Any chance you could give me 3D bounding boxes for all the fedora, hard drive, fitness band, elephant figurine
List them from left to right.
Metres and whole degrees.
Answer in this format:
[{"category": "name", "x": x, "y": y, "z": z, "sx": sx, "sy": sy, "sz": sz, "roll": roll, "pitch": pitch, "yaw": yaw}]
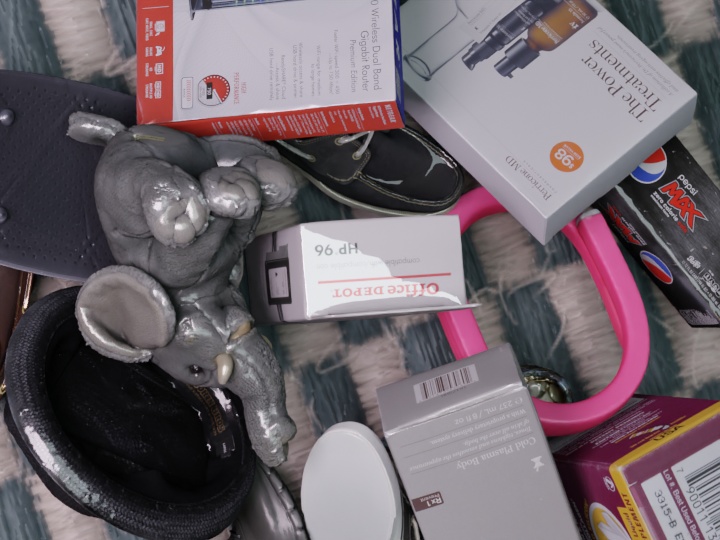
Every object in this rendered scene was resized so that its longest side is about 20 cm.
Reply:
[{"category": "hard drive", "x": -0.198, "y": -0.059, "z": 1.446, "sx": 0.200, "sy": 0.042, "sz": 0.135, "roll": 10, "pitch": 81, "yaw": -50}, {"category": "fedora", "x": -0.171, "y": 0.111, "z": 1.452, "sx": 0.200, "sy": 0.092, "sz": 0.201, "roll": 24, "pitch": 49, "yaw": -30}, {"category": "elephant figurine", "x": -0.118, "y": 0.014, "z": 1.414, "sx": 0.141, "sy": 0.155, "sz": 0.200, "roll": -1, "pitch": 117, "yaw": -20}, {"category": "fitness band", "x": 0.130, "y": 0.025, "z": 1.554, "sx": 0.144, "sy": 0.037, "sz": 0.200, "roll": -16, "pitch": 69, "yaw": -16}]

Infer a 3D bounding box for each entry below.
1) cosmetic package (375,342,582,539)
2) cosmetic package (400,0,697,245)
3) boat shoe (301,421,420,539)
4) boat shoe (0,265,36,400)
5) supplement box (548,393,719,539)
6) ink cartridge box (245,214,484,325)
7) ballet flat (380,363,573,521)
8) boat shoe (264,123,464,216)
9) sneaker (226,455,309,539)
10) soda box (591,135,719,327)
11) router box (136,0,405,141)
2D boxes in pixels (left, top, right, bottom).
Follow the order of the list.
[{"category": "cosmetic package", "x": 0.091, "y": 0.164, "z": 1.481, "sx": 0.107, "sy": 0.090, "sz": 0.200, "roll": -21, "pitch": 109, "yaw": 3}, {"category": "cosmetic package", "x": 0.120, "y": -0.138, "z": 1.544, "sx": 0.151, "sy": 0.052, "sz": 0.200, "roll": -40, "pitch": 70, "yaw": -12}, {"category": "boat shoe", "x": 0.007, "y": 0.187, "z": 1.507, "sx": 0.071, "sy": 0.064, "sz": 0.200, "roll": 4, "pitch": 118, "yaw": 22}, {"category": "boat shoe", "x": -0.256, "y": -0.003, "z": 1.465, "sx": 0.070, "sy": 0.070, "sz": 0.200, "roll": 32, "pitch": 67, "yaw": -49}, {"category": "supplement box", "x": 0.211, "y": 0.168, "z": 1.522, "sx": 0.103, "sy": 0.200, "sz": 0.131, "roll": -28, "pitch": 95, "yaw": -15}, {"category": "ink cartridge box", "x": 0.000, "y": 0.000, "z": 1.467, "sx": 0.116, "sy": 0.200, "sz": 0.068, "roll": -4, "pitch": 89, "yaw": -17}, {"category": "ballet flat", "x": 0.072, "y": 0.130, "z": 1.552, "sx": 0.200, "sy": 0.074, "sz": 0.074, "roll": -35, "pitch": 97, "yaw": -15}, {"category": "boat shoe", "x": -0.013, "y": -0.096, "z": 1.531, "sx": 0.200, "sy": 0.068, "sz": 0.072, "roll": 28, "pitch": 75, "yaw": -9}, {"category": "sneaker", "x": -0.073, "y": 0.225, "z": 1.506, "sx": 0.091, "sy": 0.076, "sz": 0.200, "roll": -14, "pitch": 87, "yaw": -6}, {"category": "soda box", "x": 0.225, "y": -0.052, "z": 1.608, "sx": 0.071, "sy": 0.063, "sz": 0.200, "roll": -42, "pitch": 100, "yaw": -15}, {"category": "router box", "x": -0.063, "y": -0.190, "z": 1.474, "sx": 0.179, "sy": 0.049, "sz": 0.200, "roll": -5, "pitch": 70, "yaw": 8}]
